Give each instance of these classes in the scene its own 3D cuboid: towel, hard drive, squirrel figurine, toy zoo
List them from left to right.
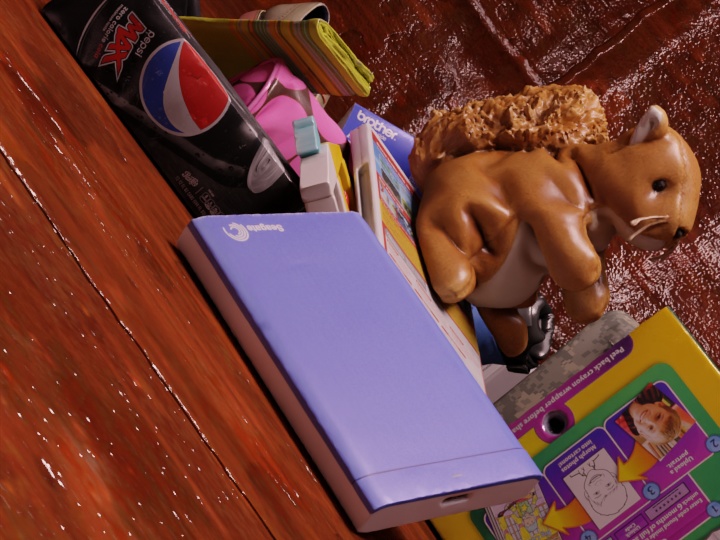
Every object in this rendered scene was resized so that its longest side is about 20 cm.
[{"bbox_3d":[-0.092,-0.158,1.247,0.199,0.018,0.086,8,-23,31],"label":"towel"},{"bbox_3d":[-0.008,-0.002,1.133,0.131,0.020,0.201,-79,154,-77],"label":"toy zoo"},{"bbox_3d":[-0.001,0.048,0.964,0.131,0.025,0.200,-3,49,-44],"label":"hard drive"},{"bbox_3d":[0.138,-0.064,1.235,0.142,0.186,0.201,43,24,-51],"label":"squirrel figurine"}]

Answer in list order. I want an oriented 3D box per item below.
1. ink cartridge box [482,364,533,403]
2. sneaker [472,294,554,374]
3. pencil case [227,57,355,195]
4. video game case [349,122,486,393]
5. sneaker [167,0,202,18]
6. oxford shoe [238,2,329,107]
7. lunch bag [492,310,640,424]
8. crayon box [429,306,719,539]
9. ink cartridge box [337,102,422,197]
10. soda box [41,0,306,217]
[{"bbox_3d":[0.101,0.072,1.707,0.146,0.084,0.200,46,8,-48],"label":"ink cartridge box"},{"bbox_3d":[0.104,0.058,1.468,0.200,0.110,0.077,96,-5,-74],"label":"sneaker"},{"bbox_3d":[-0.039,-0.050,1.243,0.090,0.094,0.200,-12,-52,44],"label":"pencil case"},{"bbox_3d":[0.040,0.005,1.184,0.143,0.017,0.200,53,18,-31],"label":"video game case"},{"bbox_3d":[-0.165,-0.227,1.382,0.200,0.083,0.072,51,5,-20],"label":"sneaker"},{"bbox_3d":[-0.055,-0.137,1.340,0.071,0.074,0.201,54,24,-46],"label":"oxford shoe"},{"bbox_3d":[0.200,0.155,1.393,0.139,0.200,0.168,48,6,-40],"label":"lunch bag"},{"bbox_3d":[0.163,0.152,1.073,0.173,0.200,0.058,55,6,26],"label":"crayon box"},{"bbox_3d":[0.003,-0.066,1.416,0.094,0.044,0.200,30,-17,-7],"label":"ink cartridge box"},{"bbox_3d":[-0.114,-0.104,1.124,0.200,0.063,0.071,52,5,4],"label":"soda box"}]
